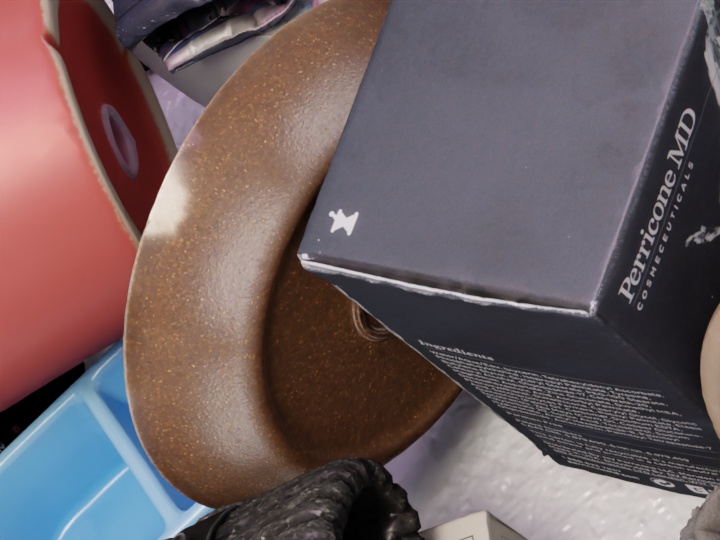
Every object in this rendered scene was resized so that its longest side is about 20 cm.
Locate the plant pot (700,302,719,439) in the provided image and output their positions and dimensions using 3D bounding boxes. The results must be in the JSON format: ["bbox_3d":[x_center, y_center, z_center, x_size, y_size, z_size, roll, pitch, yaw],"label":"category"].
[{"bbox_3d":[0.227,-0.006,0.950,0.200,0.200,0.175,3,51,33],"label":"plant pot"}]

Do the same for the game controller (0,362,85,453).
[{"bbox_3d":[-0.199,0.089,1.251,0.104,0.042,0.200,35,88,39],"label":"game controller"}]

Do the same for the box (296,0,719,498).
[{"bbox_3d":[0.102,-0.046,1.028,0.124,0.197,0.200,10,73,36],"label":"box"}]

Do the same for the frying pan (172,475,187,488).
[{"bbox_3d":[-0.013,-0.013,1.088,0.031,0.115,0.190,18,39,14],"label":"frying pan"}]

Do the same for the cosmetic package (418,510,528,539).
[{"bbox_3d":[-0.019,0.171,1.075,0.200,0.073,0.104,-21,57,23],"label":"cosmetic package"}]

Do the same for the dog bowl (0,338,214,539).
[{"bbox_3d":[-0.079,0.080,1.174,0.200,0.050,0.112,-44,52,7],"label":"dog bowl"}]

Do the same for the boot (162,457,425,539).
[{"bbox_3d":[-0.057,0.169,0.997,0.158,0.079,0.211,-15,57,27],"label":"boot"}]

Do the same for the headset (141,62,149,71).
[{"bbox_3d":[-0.117,-0.183,1.302,0.123,0.094,0.200,5,81,34],"label":"headset"}]

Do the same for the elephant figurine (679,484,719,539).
[{"bbox_3d":[0.149,0.135,0.943,0.200,0.142,0.155,-33,83,-21],"label":"elephant figurine"}]

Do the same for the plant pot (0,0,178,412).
[{"bbox_3d":[-0.169,-0.024,1.156,0.177,0.200,0.201,-21,57,10],"label":"plant pot"}]

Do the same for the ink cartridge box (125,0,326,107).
[{"bbox_3d":[0.017,-0.143,1.202,0.200,0.086,0.148,2,68,34],"label":"ink cartridge box"}]

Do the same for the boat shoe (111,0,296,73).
[{"bbox_3d":[-0.021,-0.153,1.140,0.200,0.075,0.093,-30,61,26],"label":"boat shoe"}]

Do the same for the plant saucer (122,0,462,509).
[{"bbox_3d":[0.000,0.000,1.055,0.037,0.200,0.201,25,82,37],"label":"plant saucer"}]
